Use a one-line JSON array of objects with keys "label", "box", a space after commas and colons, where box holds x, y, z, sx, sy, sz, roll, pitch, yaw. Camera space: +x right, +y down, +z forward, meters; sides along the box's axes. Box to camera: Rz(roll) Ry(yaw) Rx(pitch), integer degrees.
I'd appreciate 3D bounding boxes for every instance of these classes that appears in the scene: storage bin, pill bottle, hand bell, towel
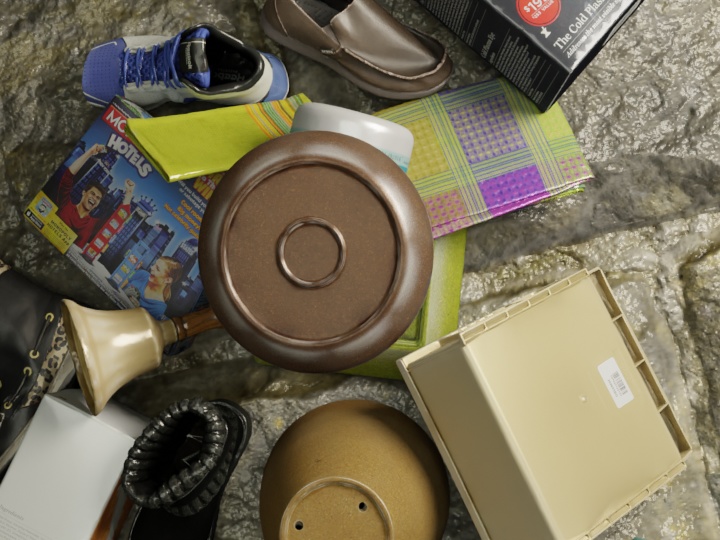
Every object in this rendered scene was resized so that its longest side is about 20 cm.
[{"label": "storage bin", "box": [0.169, 0.123, 0.928, 0.197, 0.094, 0.201, -23, 84, -36]}, {"label": "pill bottle", "box": [-0.027, -0.038, 0.928, 0.110, 0.111, 0.202, 14, 93, 5]}, {"label": "hand bell", "box": [-0.157, 0.050, 0.945, 0.198, 0.104, 0.105, -17, 85, -22]}, {"label": "towel", "box": [-0.109, -0.124, 0.959, 0.086, 0.199, 0.018, 44, 133, 32]}, {"label": "towel", "box": [0.102, -0.108, 0.989, 0.198, 0.023, 0.145, -19, 67, -7]}]

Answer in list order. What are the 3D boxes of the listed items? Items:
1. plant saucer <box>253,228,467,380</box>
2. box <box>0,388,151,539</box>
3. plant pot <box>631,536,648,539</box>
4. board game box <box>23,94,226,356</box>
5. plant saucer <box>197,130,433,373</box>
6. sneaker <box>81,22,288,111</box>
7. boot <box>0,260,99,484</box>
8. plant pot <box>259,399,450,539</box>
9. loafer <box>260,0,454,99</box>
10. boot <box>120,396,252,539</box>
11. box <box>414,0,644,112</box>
[{"label": "plant saucer", "box": [0.000, 0.000, 1.008, 0.198, 0.048, 0.202, 6, 87, 4]}, {"label": "box", "box": [-0.275, 0.221, 0.974, 0.097, 0.124, 0.201, 26, 88, 4]}, {"label": "plant pot", "box": [0.262, 0.348, 0.914, 0.140, 0.141, 0.202, 27, 77, -15]}, {"label": "board game box", "box": [-0.182, -0.061, 1.000, 0.200, 0.062, 0.200, 43, 100, 4]}, {"label": "plant saucer", "box": [-0.039, -0.015, 0.860, 0.198, 0.032, 0.203, 0, 91, 4]}, {"label": "sneaker", "box": [-0.172, -0.198, 0.997, 0.197, 0.115, 0.082, 3, 86, 4]}, {"label": "boot", "box": [-0.349, 0.094, 1.013, 0.150, 0.073, 0.201, 31, 85, 4]}, {"label": "plant pot", "box": [-0.013, 0.215, 0.921, 0.184, 0.200, 0.189, 0, 88, 4]}, {"label": "loafer", "box": [-0.004, -0.226, 0.998, 0.198, 0.071, 0.073, 21, 60, 5]}, {"label": "boot", "box": [-0.172, 0.210, 0.951, 0.079, 0.158, 0.213, 20, 88, 5]}, {"label": "box", "box": [0.173, -0.288, 0.969, 0.182, 0.104, 0.200, 40, 79, 6]}]
